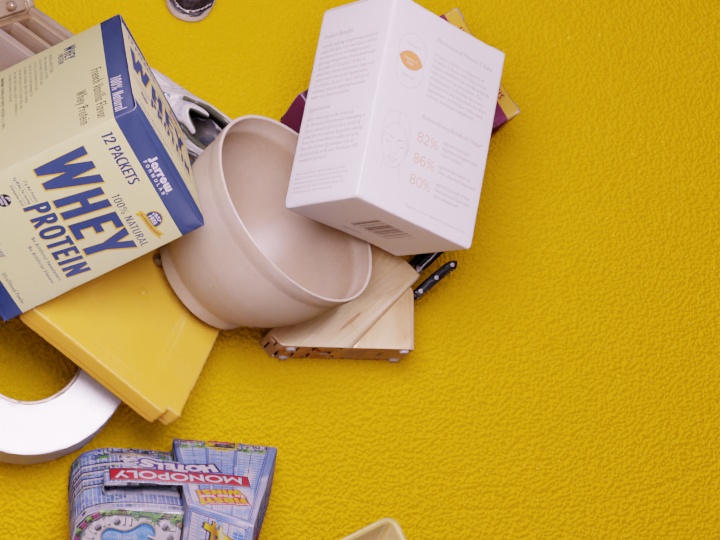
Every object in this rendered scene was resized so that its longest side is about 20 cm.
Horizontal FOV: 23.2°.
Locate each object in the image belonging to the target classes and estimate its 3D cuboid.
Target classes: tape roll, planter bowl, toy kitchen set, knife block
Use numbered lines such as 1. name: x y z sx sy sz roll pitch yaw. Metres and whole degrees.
1. tape roll: -0.316 0.079 1.660 0.201 0.071 0.204 3 77 -13
2. planter bowl: -0.105 -0.027 1.663 0.200 0.134 0.201 37 35 -31
3. toy kitchen set: -0.288 -0.300 1.699 0.180 0.201 0.163 35 30 12
4. knife block: 0.000 0.000 1.761 0.198 0.064 0.177 2 76 -13

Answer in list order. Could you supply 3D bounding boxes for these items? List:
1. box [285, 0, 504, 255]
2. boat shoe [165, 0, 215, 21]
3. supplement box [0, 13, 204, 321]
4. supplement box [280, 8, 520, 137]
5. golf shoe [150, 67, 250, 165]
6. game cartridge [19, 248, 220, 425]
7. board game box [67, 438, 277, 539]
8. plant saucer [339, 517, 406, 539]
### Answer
1. box: 0.034 -0.133 1.642 0.152 0.106 0.202 24 71 -38
2. boat shoe: -0.161 -0.359 1.808 0.073 0.060 0.202 15 74 -9
3. supplement box: -0.266 -0.096 1.574 0.199 0.200 0.135 -25 124 4
4. supplement box: 0.039 -0.158 1.787 0.199 0.103 0.131 -31 87 -18
5. golf shoe: -0.187 -0.161 1.736 0.199 0.097 0.079 28 74 -4
6. game cartridge: -0.213 0.028 1.652 0.176 0.032 0.201 41 42 -17
7. board game box: -0.163 0.215 1.597 0.198 0.200 0.062 6 103 -13
8. plant saucer: -0.016 0.368 1.678 0.199 0.048 0.201 -23 83 -19
